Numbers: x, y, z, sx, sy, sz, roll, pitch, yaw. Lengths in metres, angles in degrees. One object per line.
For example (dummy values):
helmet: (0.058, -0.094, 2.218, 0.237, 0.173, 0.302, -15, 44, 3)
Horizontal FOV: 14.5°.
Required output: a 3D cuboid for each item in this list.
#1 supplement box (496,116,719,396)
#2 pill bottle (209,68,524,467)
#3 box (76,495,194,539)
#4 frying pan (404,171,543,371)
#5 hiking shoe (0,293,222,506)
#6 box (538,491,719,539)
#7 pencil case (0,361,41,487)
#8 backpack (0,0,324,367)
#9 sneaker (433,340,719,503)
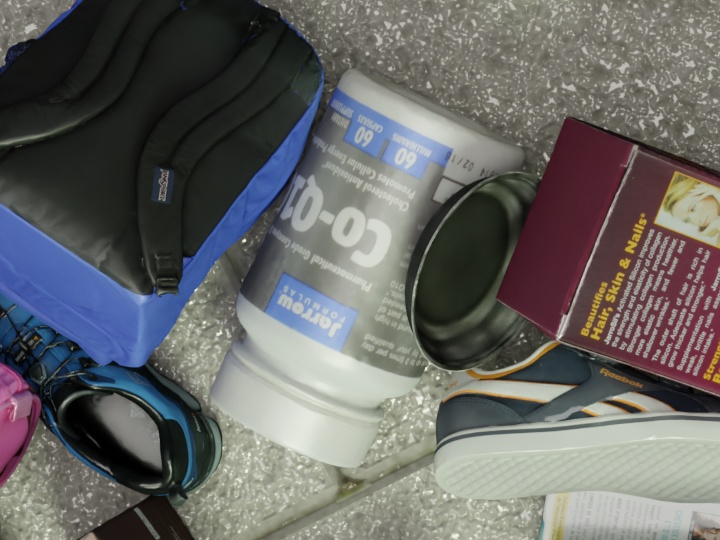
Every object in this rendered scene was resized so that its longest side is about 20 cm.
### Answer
supplement box: (0.189, 0.005, 1.521, 0.200, 0.086, 0.111, 19, 96, -25)
pill bottle: (0.000, 0.000, 1.574, 0.114, 0.114, 0.200, 26, 96, 5)
box: (-0.128, 0.189, 1.559, 0.075, 0.200, 0.100, -35, 89, 8)
frying pan: (0.088, -0.025, 1.537, 0.031, 0.115, 0.190, 27, 60, 37)
hiking shoe: (-0.164, 0.055, 1.612, 0.200, 0.087, 0.074, 36, 97, 4)
box: (0.199, 0.166, 1.590, 0.199, 0.049, 0.083, 11, 95, 7)
pencil case: (-0.259, 0.036, 1.588, 0.200, 0.091, 0.094, 46, 103, 20)
backpack: (-0.128, -0.065, 1.565, 0.162, 0.168, 0.200, 35, 64, 3)
sneaker: (0.140, 0.079, 1.552, 0.199, 0.079, 0.080, 1, 56, 2)
